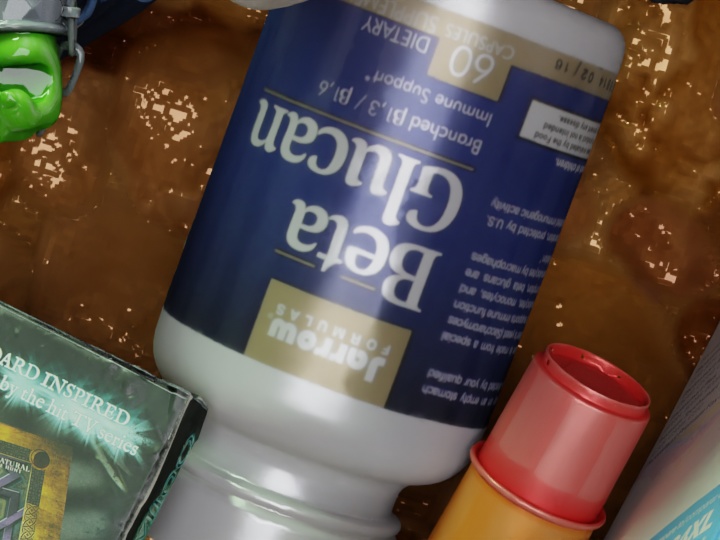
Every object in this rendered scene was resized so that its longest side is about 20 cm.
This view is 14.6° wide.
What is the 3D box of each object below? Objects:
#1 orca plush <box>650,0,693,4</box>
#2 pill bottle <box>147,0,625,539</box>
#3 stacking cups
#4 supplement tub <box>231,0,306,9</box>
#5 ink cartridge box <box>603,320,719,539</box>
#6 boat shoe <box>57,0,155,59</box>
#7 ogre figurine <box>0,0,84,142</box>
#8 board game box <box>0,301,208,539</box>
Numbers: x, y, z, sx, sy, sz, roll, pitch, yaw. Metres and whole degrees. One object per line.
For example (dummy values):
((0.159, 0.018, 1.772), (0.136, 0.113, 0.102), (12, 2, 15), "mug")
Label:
((0.099, -0.154, 0.896), (0.105, 0.071, 0.200), (-41, 93, 4), "orca plush")
((0.000, 0.000, 0.890), (0.111, 0.111, 0.201), (20, 95, -1), "pill bottle")
((0.028, 0.115, 0.884), (0.060, 0.061, 0.200), (27, 104, -1), "stacking cups")
((-0.018, -0.189, 0.771), (0.144, 0.144, 0.201), (-27, 89, 3), "supplement tub")
((0.161, 0.073, 0.855), (0.128, 0.125, 0.200), (34, 56, -3), "ink cartridge box")
((-0.102, -0.098, 0.905), (0.200, 0.069, 0.084), (-45, 93, 4), "boat shoe")
((-0.153, -0.129, 0.838), (0.200, 0.098, 0.120), (36, 104, 42), "ogre figurine")
((-0.163, 0.056, 0.848), (0.199, 0.028, 0.136), (26, 80, 12), "board game box")
